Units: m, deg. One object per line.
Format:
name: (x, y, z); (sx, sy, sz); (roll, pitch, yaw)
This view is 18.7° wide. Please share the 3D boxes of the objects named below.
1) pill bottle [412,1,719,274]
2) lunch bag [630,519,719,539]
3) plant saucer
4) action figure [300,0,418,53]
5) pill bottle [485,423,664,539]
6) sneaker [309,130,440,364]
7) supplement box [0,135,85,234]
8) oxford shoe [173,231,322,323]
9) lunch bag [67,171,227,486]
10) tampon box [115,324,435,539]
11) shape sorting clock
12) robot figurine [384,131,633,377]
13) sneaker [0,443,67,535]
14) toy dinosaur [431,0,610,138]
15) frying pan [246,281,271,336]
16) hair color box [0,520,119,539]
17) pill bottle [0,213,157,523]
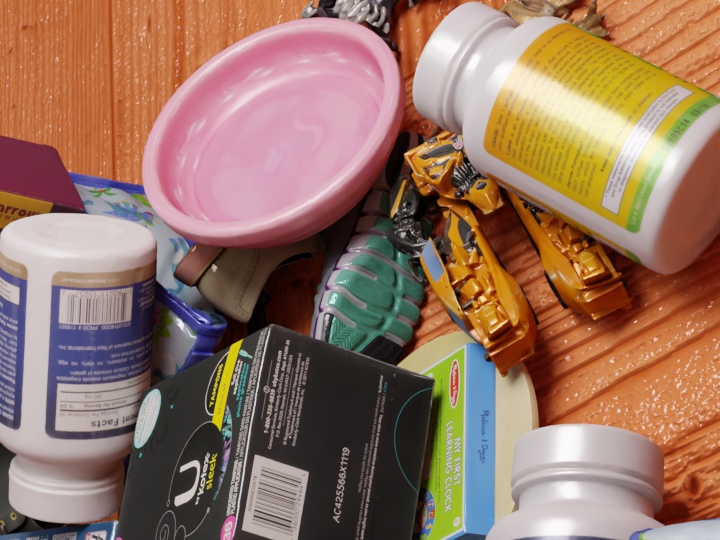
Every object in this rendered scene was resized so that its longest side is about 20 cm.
pill bottle: (0.134, -0.090, 1.360); (0.199, 0.111, 0.112); (31, 92, 27)
lunch bag: (0.233, 0.225, 1.116); (0.169, 0.127, 0.202); (-14, 72, 39)
plant saucer: (-0.056, -0.089, 1.539); (0.199, 0.051, 0.202); (-17, 45, 17)
action figure: (0.011, -0.219, 1.621); (0.199, 0.102, 0.120); (-34, 59, 26)
pill bottle: (0.126, 0.197, 1.249); (0.119, 0.119, 0.202); (-16, 57, 40)
sneaker: (0.000, 0.000, 1.542); (0.087, 0.074, 0.201); (-15, 47, 52)
supplement box: (-0.300, 0.000, 1.619); (0.201, 0.110, 0.086); (-60, 38, 23)
oxford shoe: (-0.049, -0.047, 1.604); (0.200, 0.074, 0.071); (-49, 1, -15)
lunch bag: (-0.190, 0.050, 1.652); (0.200, 0.127, 0.171); (49, 119, 38)
tampon box: (-0.063, 0.143, 1.434); (0.200, 0.126, 0.151); (-29, 46, 55)
shape sorting clock: (0.046, 0.135, 1.428); (0.200, 0.039, 0.201); (-38, 39, 40)
robot figurine: (0.094, -0.031, 1.436); (0.144, 0.058, 0.201); (-29, 48, 2)
sneaker: (-0.294, 0.221, 1.707); (0.106, 0.075, 0.201); (13, 77, 51)
toy dinosaur: (0.107, -0.165, 1.507); (0.200, 0.105, 0.061); (121, 129, -71)
frying pan: (-0.075, -0.009, 1.643); (0.115, 0.031, 0.190); (-55, 43, 10)
hair color box: (-0.213, 0.233, 1.597); (0.199, 0.100, 0.061); (-11, 59, 42)
pill bottle: (-0.202, 0.069, 1.535); (0.111, 0.110, 0.202); (23, 114, 50)
